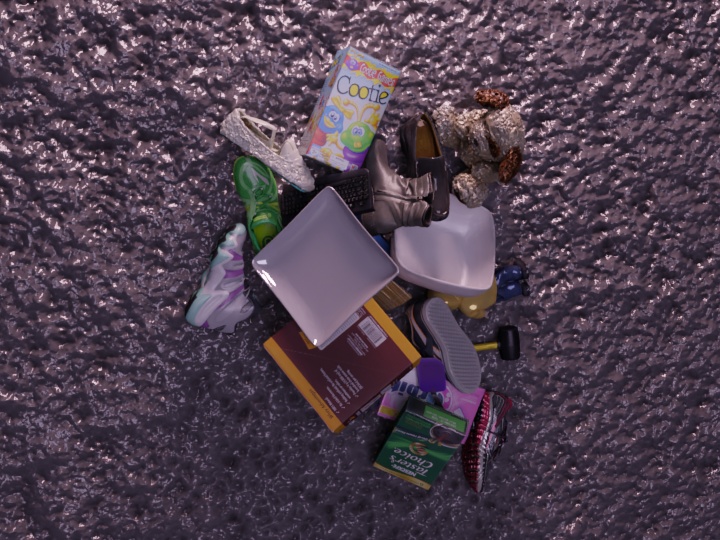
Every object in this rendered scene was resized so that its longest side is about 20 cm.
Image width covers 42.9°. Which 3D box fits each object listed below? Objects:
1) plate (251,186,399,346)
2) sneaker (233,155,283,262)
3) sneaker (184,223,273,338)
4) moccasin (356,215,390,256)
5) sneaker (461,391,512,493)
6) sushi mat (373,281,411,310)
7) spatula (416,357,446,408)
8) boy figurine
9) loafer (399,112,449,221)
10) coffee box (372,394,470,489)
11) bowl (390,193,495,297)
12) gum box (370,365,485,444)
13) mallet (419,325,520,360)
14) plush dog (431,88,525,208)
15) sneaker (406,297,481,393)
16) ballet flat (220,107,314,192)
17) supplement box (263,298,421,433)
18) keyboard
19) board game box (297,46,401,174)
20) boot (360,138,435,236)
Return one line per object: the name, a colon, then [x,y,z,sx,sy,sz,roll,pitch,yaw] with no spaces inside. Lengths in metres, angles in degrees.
plate: [-0.059,-0.006,1.556,0.200,0.032,0.200,-43,74,13]
sneaker: [-0.171,-0.107,1.616,0.074,0.084,0.201,-17,101,-10]
sneaker: [-0.213,0.025,1.635,0.140,0.078,0.200,25,101,-17]
moccasin: [-0.014,-0.074,1.668,0.080,0.068,0.200,-35,108,-8]
sneaker: [0.249,0.337,1.783,0.074,0.081,0.201,8,96,-16]
sushi mat: [0.000,0.000,1.673,0.200,0.096,0.012,41,56,-15]
spatula: [0.147,0.256,1.700,0.056,0.021,0.200,-5,110,28]
boy figurine: [0.222,0.040,1.743,0.199,0.064,0.125,-15,120,-8]
loafer: [0.120,-0.187,1.646,0.073,0.072,0.200,-14,78,-18]
coffee box: [0.110,0.321,1.691,0.123,0.044,0.200,24,135,-1]
bowl: [0.142,-0.045,1.673,0.200,0.075,0.200,17,55,-16]
gum box: [0.132,0.245,1.748,0.200,0.066,0.114,21,92,-16]
mallet: [0.214,0.141,1.772,0.199,0.041,0.066,0,99,-10]
plush dog: [0.238,-0.230,1.644,0.160,0.172,0.200,-17,86,-20]
sneaker: [0.154,0.139,1.707,0.078,0.079,0.200,-35,105,-33]
ballet flat: [-0.154,-0.213,1.584,0.200,0.072,0.072,35,89,3]
supplement box: [-0.030,0.150,1.628,0.200,0.133,0.197,-40,81,-5]
keyboard: [-0.060,-0.101,1.600,0.021,0.200,0.127,-5,87,-54]
board game box: [-0.023,-0.278,1.617,0.103,0.105,0.200,22,93,-16]
boot: [0.073,-0.153,1.619,0.130,0.068,0.200,-11,62,22]
